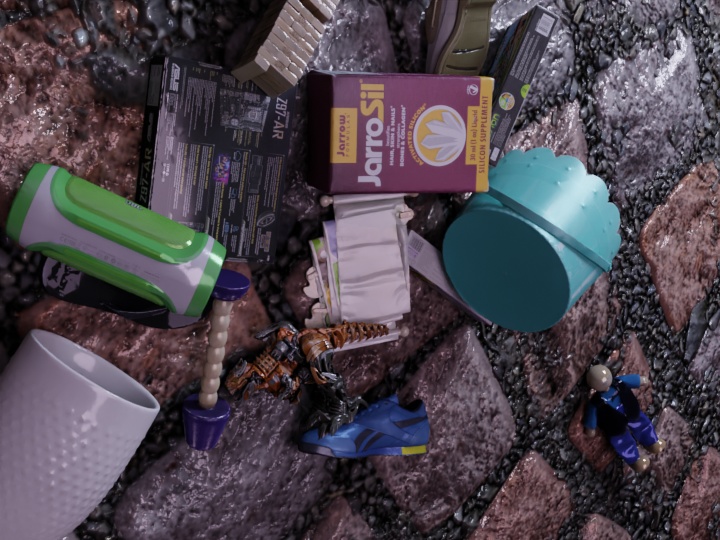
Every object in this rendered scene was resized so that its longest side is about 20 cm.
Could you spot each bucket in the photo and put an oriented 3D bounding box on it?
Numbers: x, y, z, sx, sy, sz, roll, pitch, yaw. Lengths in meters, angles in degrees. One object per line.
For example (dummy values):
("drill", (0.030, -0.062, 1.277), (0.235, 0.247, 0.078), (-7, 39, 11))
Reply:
("bucket", (0.208, -0.036, 1.150), (0.135, 0.204, 0.210), (-46, 123, -38))

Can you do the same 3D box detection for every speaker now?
("speaker", (-0.233, -0.028, 0.893), (0.197, 0.088, 0.090), (25, 86, -13))

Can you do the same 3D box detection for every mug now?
("mug", (-0.291, 0.178, 0.911), (0.177, 0.146, 0.200), (-58, 155, -4))

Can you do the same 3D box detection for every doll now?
("doll", (0.413, 0.222, 1.465), (0.136, 0.048, 0.201), (-43, 115, -9))

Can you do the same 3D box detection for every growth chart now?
("growth chart", (0.000, 0.000, 1.119), (0.141, 0.018, 0.205), (-1, 102, -13))

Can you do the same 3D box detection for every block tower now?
("block tower", (-0.064, -0.276, 0.987), (0.058, 0.054, 0.203), (37, 65, -26))

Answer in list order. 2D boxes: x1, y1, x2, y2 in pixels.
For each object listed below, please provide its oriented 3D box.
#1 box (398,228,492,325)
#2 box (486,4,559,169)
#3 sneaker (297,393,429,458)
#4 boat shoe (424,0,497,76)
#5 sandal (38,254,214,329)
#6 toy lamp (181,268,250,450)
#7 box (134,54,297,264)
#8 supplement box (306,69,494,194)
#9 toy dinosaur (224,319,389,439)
("box", (0.109, 0.008, 1.209), (0.199, 0.038, 0.042), (34, 82, -35))
("box", (0.178, -0.221, 1.164), (0.034, 0.110, 0.204), (24, 85, -10))
("sneaker", (0.005, 0.195, 1.165), (0.197, 0.065, 0.081), (4, 87, -36))
("boat shoe", (0.116, -0.300, 1.130), (0.074, 0.068, 0.204), (-5, 123, -39))
("sandal", (-0.234, 0.021, 0.965), (0.197, 0.043, 0.078), (9, 95, -36))
("toy lamp", (-0.160, 0.102, 1.011), (0.057, 0.058, 0.204), (0, 114, -35))
("box", (-0.155, -0.114, 0.991), (0.157, 0.043, 0.205), (3, 98, -36))
("supplement box", (0.043, -0.159, 1.059), (0.195, 0.103, 0.134), (-3, 103, -18))
("toy dinosaur", (-0.055, 0.115, 1.081), (0.196, 0.102, 0.138), (-22, 96, 3))
